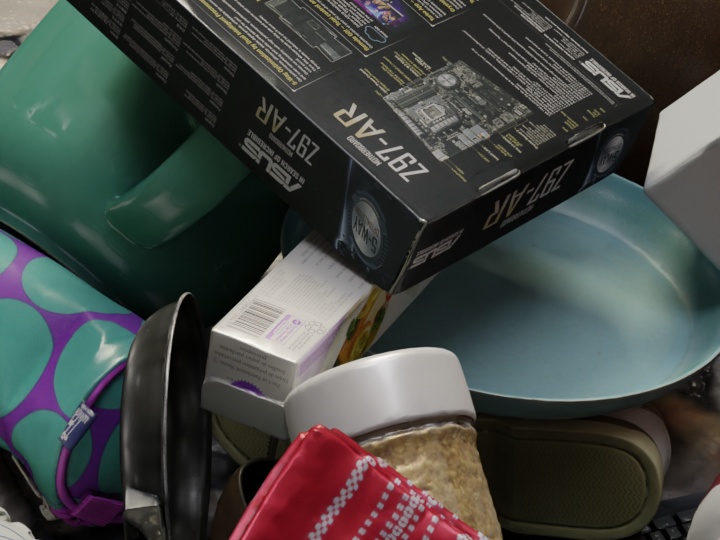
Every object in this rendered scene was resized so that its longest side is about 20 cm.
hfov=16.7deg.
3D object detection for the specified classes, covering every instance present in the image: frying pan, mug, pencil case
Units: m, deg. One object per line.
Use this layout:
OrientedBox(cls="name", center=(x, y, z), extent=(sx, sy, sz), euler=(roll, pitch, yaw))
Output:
OrientedBox(cls="frying pan", center=(-0.076, 0.094, 0.940), extent=(0.031, 0.115, 0.190), euler=(0, 49, 5))
OrientedBox(cls="mug", center=(-0.107, -0.047, 1.107), extent=(0.152, 0.185, 0.114), euler=(34, 77, 15))
OrientedBox(cls="pencil case", center=(-0.162, 0.033, 1.068), extent=(0.200, 0.085, 0.092), euler=(30, 81, 33))

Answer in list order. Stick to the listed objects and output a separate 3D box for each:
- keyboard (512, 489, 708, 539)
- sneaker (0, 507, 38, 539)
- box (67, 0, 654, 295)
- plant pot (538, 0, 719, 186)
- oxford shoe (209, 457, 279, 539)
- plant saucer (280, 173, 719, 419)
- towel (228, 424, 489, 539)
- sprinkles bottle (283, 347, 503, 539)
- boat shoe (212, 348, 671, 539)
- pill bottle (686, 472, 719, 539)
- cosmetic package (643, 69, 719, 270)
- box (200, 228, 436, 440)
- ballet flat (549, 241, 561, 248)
OrientedBox(cls="keyboard", center=(0.148, 0.133, 1.016), extent=(0.200, 0.021, 0.127), euler=(-12, 38, -21))
OrientedBox(cls="sneaker", center=(-0.150, 0.122, 0.957), extent=(0.200, 0.075, 0.087), euler=(13, 30, 11))
OrientedBox(cls="box", center=(0.000, -0.094, 1.026), extent=(0.200, 0.044, 0.160), euler=(42, 44, 18))
OrientedBox(cls="plant pot", center=(0.099, -0.132, 1.178), extent=(0.187, 0.187, 0.200), euler=(22, 8, 23))
OrientedBox(cls="oxford shoe", center=(0.016, 0.136, 0.942), extent=(0.200, 0.085, 0.073), euler=(28, 39, 28))
OrientedBox(cls="plant saucer", center=(0.063, 0.006, 1.065), extent=(0.200, 0.027, 0.200), euler=(7, 33, -4))
OrientedBox(cls="towel", center=(0.026, 0.160, 0.818), extent=(0.200, 0.022, 0.145), euler=(35, 70, 2))
OrientedBox(cls="sprinkles bottle", center=(0.029, 0.131, 0.876), extent=(0.068, 0.068, 0.200), euler=(-10, 74, -20))
OrientedBox(cls="boat shoe", center=(0.033, 0.068, 1.060), extent=(0.200, 0.075, 0.068), euler=(13, 24, 8))
OrientedBox(cls="pill bottle", center=(0.193, 0.099, 0.953), extent=(0.114, 0.114, 0.200), euler=(18, 37, 19))
OrientedBox(cls="cosmetic package", center=(0.227, -0.010, 1.068), extent=(0.200, 0.101, 0.071), euler=(44, 32, -17))
OrientedBox(cls="box", center=(0.000, 0.000, 1.000), extent=(0.041, 0.039, 0.200), euler=(22, 35, 16))
OrientedBox(cls="ballet flat", center=(0.075, 0.001, 1.157), extent=(0.069, 0.070, 0.200), euler=(-8, 37, -17))
